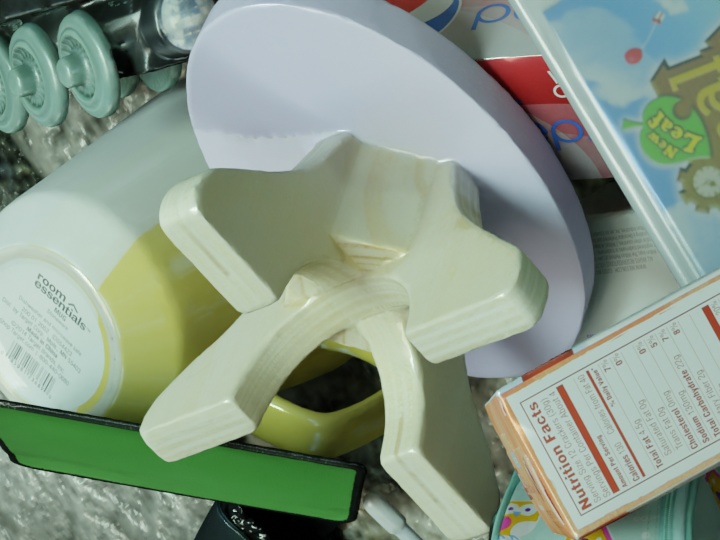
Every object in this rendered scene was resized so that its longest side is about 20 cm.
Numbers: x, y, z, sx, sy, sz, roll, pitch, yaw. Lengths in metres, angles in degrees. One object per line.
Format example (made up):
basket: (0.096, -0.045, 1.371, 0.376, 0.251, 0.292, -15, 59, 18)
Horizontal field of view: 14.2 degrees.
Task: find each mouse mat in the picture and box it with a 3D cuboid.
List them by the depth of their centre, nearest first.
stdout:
mouse mat: (-0.078, 0.082, 1.223, 0.160, 0.200, 0.008, 10, 80, 0)

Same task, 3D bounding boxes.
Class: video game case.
video game case: (0.172, -0.076, 1.041, 0.182, 0.022, 0.200, -31, 93, 4)

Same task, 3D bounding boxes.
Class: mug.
mug: (-0.075, 0.003, 1.254, 0.186, 0.153, 0.150, -2, 107, 38)

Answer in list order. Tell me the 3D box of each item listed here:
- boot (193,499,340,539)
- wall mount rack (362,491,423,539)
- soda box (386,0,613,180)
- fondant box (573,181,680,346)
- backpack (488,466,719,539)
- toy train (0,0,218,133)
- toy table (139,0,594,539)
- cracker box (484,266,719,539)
boot: (-0.034, 0.212, 1.364, 0.200, 0.076, 0.168, 54, 135, 14)
wall mount rack: (0.044, 0.189, 1.219, 0.074, 0.200, 0.174, -5, 101, 0)
soda box: (0.055, -0.077, 1.129, 0.199, 0.070, 0.064, -3, 129, 21)
fondant box: (0.168, 0.057, 1.154, 0.144, 0.058, 0.201, -8, 103, 39)
backpack: (0.126, 0.156, 1.080, 0.153, 0.176, 0.201, -16, 102, 24)
toy train: (-0.124, -0.125, 1.259, 0.200, 0.085, 0.114, -3, 106, 62)
toy table: (0.000, 0.000, 1.090, 0.200, 0.117, 0.184, 39, 133, -19)
cracker box: (0.141, 0.019, 0.961, 0.200, 0.134, 0.058, -28, 86, -1)
